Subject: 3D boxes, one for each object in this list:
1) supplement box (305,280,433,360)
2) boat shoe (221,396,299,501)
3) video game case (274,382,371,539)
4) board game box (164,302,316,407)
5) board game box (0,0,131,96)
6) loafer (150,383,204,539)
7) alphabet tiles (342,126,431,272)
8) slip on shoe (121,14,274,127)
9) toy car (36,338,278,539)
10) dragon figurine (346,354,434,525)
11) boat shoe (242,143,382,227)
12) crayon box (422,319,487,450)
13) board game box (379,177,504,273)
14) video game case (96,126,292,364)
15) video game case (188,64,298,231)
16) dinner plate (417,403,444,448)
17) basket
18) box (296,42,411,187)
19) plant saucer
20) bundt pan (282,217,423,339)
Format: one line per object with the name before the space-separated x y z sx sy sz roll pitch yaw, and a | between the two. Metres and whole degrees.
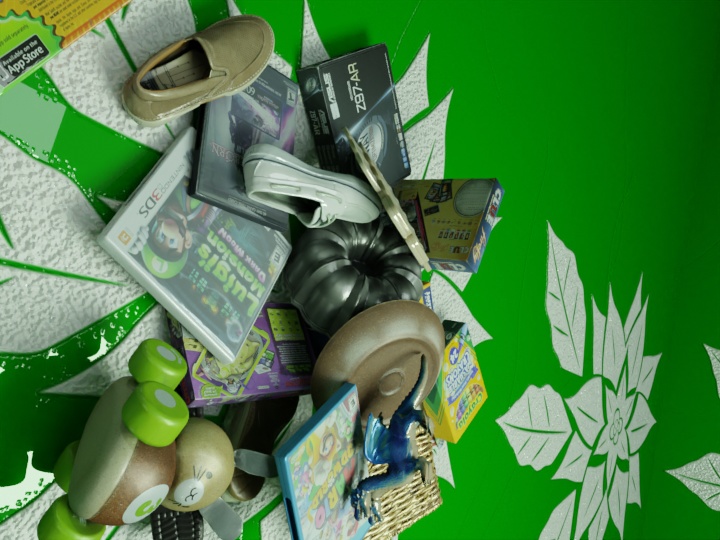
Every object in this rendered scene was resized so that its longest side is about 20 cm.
supplement box | 0.014 0.097 0.917 0.198 0.108 0.112 -29 115 -44
boat shoe | -0.135 0.195 0.792 0.072 0.064 0.203 44 42 -27
video game case | -0.034 0.254 0.720 0.143 0.017 0.205 -37 126 -51
board game box | -0.136 0.097 0.763 0.197 0.032 0.122 7 53 -48
board game box | -0.293 -0.259 0.459 0.201 0.197 0.202 -53 130 -30
loafer | -0.214 0.216 0.711 0.071 0.071 0.206 0 84 -14
alphabet tiles | 0.038 -0.094 0.824 0.014 0.202 0.197 -31 126 7
slip on shoe | -0.169 -0.228 0.679 0.199 0.060 0.077 -37 93 -27
toy car | -0.177 0.200 0.618 0.198 0.158 0.165 35 98 -26
dragon figurine | 0.036 0.200 0.741 0.059 0.097 0.206 35 56 -70
boat shoe | -0.058 -0.084 0.762 0.196 0.073 0.068 16 62 -30
crayon box | 0.164 0.209 1.112 0.126 0.051 0.204 -42 124 -38
board game box | 0.103 -0.071 0.935 0.035 0.197 0.138 40 66 -43
video game case | -0.173 -0.029 0.709 0.201 0.023 0.184 52 44 -31
video game case | -0.135 -0.165 0.757 0.141 0.019 0.206 20 67 -48
dinner plate | 0.132 0.219 1.131 0.198 0.024 0.206 -8 100 -49
basket | 0.000 0.286 0.886 0.197 0.142 0.152 -24 115 -25
box | -0.003 -0.212 0.915 0.159 0.043 0.205 -34 118 -42
plant saucer | 0.033 0.133 0.795 0.196 0.037 0.205 -16 127 -22
bundt pan | 0.000 0.000 0.829 0.197 0.076 0.205 17 46 -18
